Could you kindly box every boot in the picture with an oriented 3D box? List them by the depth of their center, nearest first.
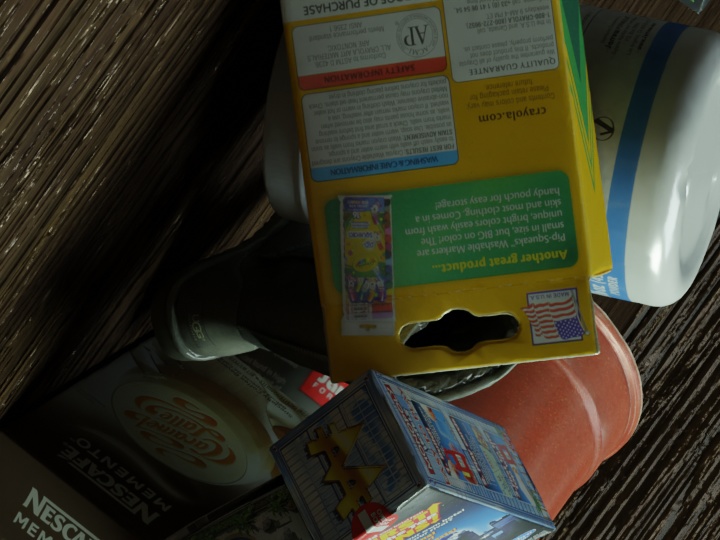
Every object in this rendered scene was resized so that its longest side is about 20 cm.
[{"bbox_3d":[0.014,0.008,1.412,0.182,0.073,0.199,-34,-160,-37],"label":"boot"}]

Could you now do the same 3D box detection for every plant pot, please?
[{"bbox_3d":[0.058,0.121,1.886,0.196,0.200,0.201,-55,172,-40],"label":"plant pot"}]

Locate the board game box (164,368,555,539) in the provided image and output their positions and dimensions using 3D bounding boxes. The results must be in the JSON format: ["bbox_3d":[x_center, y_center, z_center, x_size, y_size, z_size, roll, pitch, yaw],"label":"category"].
[{"bbox_3d":[-0.017,0.118,1.290,0.199,0.062,0.200,-28,161,-2],"label":"board game box"}]

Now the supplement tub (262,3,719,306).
[{"bbox_3d":[0.067,-0.065,1.334,0.132,0.199,0.133,12,90,-74],"label":"supplement tub"}]

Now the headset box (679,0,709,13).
[{"bbox_3d":[0.237,-0.282,1.778,0.174,0.093,0.200,-51,169,-18],"label":"headset box"}]

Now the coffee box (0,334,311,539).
[{"bbox_3d":[-0.106,0.112,1.438,0.080,0.114,0.200,-59,169,25],"label":"coffee box"}]

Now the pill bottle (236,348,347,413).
[{"bbox_3d":[-0.038,0.094,1.678,0.200,0.114,0.114,-53,169,-10],"label":"pill bottle"}]

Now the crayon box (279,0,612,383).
[{"bbox_3d":[0.038,-0.058,1.249,0.052,0.125,0.201,-13,96,-74],"label":"crayon box"}]
